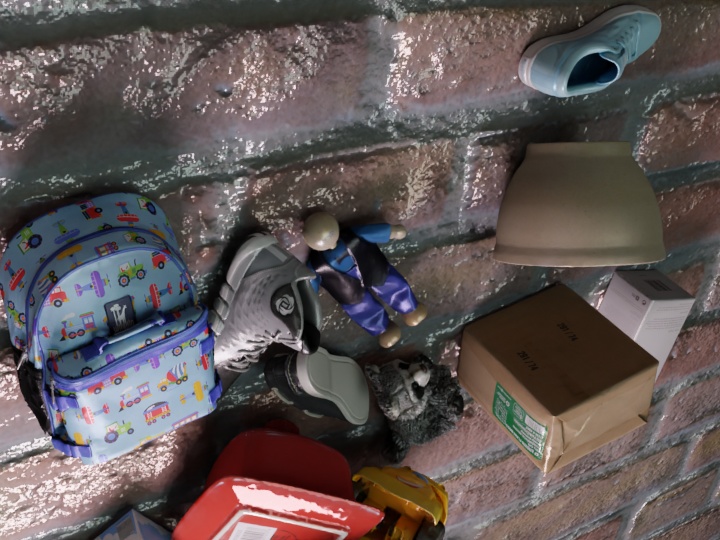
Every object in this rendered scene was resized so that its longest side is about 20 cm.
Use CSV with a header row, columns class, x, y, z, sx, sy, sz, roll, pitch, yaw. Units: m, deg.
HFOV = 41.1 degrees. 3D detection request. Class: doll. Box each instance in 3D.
class,x,y,z,sx,sy,sz,roll,pitch,yaw
doll,0.000,0.000,1.057,0.136,0.049,0.200,-39,131,6

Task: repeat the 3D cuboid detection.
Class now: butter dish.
class,x,y,z,sx,sy,sz,roll,pitch,yaw
butter dish,-0.095,0.242,1.097,0.196,0.150,0.200,17,140,-21

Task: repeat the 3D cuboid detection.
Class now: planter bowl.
class,x,y,z,sx,sy,sz,roll,pitch,yaw
planter bowl,0.252,-0.082,1.113,0.197,0.199,0.138,-5,96,-35

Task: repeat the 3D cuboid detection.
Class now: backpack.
class,x,y,z,sx,sy,sz,roll,pitch,yaw
backpack,-0.221,0.043,0.856,0.180,0.134,0.203,-19,128,-27

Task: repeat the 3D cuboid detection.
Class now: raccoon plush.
class,x,y,z,sx,sy,sz,roll,pitch,yaw
raccoon plush,0.044,0.190,1.186,0.132,0.097,0.203,-2,121,-43

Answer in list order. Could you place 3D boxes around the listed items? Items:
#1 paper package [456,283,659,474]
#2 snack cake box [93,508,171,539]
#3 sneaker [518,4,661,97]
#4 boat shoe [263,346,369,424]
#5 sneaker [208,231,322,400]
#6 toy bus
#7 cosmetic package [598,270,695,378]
class,x,y,z,sx,sy,sz,roll,pitch,yaw
paper package,0.251,0.133,1.242,0.188,0.200,0.105,-21,131,-23
snack cake box,-0.241,0.371,1.118,0.114,0.067,0.201,-38,136,0
sneaker,0.276,-0.236,1.077,0.198,0.082,0.075,-27,134,-20
boat shoe,-0.045,0.137,1.113,0.059,0.075,0.200,-10,161,20
sneaker,-0.101,0.073,0.972,0.075,0.114,0.203,-17,135,-61
toy bus,0.053,0.318,1.207,0.191,0.134,0.203,-33,142,-55
cosmetic package,0.398,0.108,1.421,0.106,0.085,0.203,0,121,-37
